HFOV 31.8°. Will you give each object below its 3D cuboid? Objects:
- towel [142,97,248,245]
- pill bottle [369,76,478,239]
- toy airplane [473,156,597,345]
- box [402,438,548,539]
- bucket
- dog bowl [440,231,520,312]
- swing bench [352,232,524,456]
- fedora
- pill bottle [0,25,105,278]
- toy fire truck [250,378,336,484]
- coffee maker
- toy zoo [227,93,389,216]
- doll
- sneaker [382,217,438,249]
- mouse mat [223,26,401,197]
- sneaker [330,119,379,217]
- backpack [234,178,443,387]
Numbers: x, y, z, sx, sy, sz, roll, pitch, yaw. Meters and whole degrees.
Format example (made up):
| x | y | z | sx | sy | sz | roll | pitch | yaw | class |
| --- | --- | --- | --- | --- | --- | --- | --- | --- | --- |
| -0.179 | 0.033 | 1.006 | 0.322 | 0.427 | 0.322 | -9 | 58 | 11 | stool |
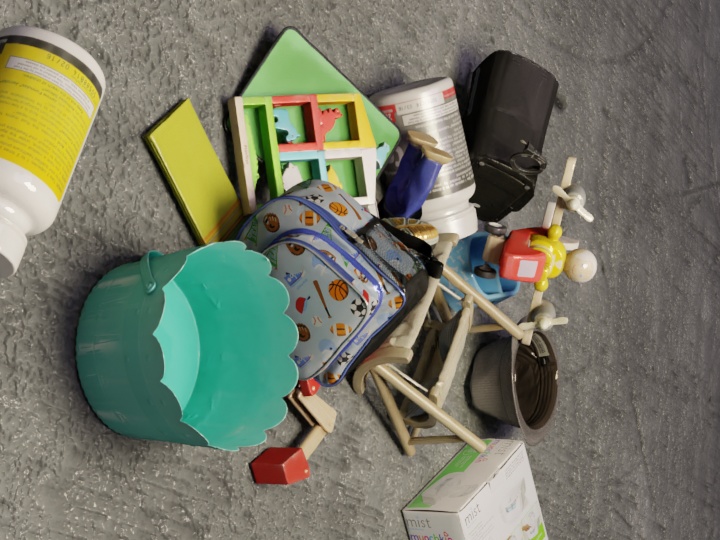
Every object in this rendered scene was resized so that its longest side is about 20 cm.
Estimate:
| x | y | z | sx | sy | sz | roll | pitch | yaw | class |
| --- | --- | --- | --- | --- | --- | --- | --- | --- | --- |
| -0.166 | -0.078 | 1.366 | 0.202 | 0.018 | 0.086 | 65 | 35 | -24 | towel |
| 0.086 | -0.140 | 1.641 | 0.113 | 0.113 | 0.203 | -29 | 109 | -52 | pill bottle |
| 0.254 | -0.021 | 1.687 | 0.200 | 0.140 | 0.201 | -57 | 150 | -23 | toy airplane |
| 0.162 | 0.352 | 1.700 | 0.199 | 0.096 | 0.179 | -35 | 113 | -50 | box |
| -0.170 | 0.074 | 1.238 | 0.206 | 0.133 | 0.211 | 8 | 80 | -54 | bucket |
| 0.168 | -0.003 | 1.768 | 0.199 | 0.049 | 0.113 | -5 | 82 | -61 | dog bowl |
| 0.089 | 0.096 | 1.610 | 0.201 | 0.128 | 0.200 | 51 | 48 | -30 | swing bench |
| 0.214 | 0.157 | 1.802 | 0.200 | 0.089 | 0.180 | -40 | 119 | -56 | fedora |
| -0.302 | -0.101 | 1.095 | 0.111 | 0.110 | 0.203 | 42 | 53 | -43 | pill bottle |
| -0.060 | 0.145 | 1.456 | 0.199 | 0.048 | 0.143 | -30 | 110 | -53 | toy fire truck |
| 0.209 | -0.193 | 1.753 | 0.134 | 0.190 | 0.202 | 38 | 55 | -34 | coffee maker |
| -0.053 | -0.135 | 1.449 | 0.197 | 0.020 | 0.134 | -7 | 88 | -33 | toy zoo |
| 0.049 | -0.064 | 1.563 | 0.048 | 0.137 | 0.202 | 8 | 117 | -32 | doll |
| 0.000 | 0.000 | 1.483 | 0.076 | 0.197 | 0.089 | -126 | -158 | -68 | sneaker |
| -0.052 | -0.164 | 1.470 | 0.200 | 0.007 | 0.162 | 41 | 65 | -21 | mouse mat |
| 0.000 | -0.117 | 1.558 | 0.114 | 0.072 | 0.204 | -35 | 113 | -54 | sneaker |
| -0.048 | 0.008 | 1.345 | 0.191 | 0.200 | 0.154 | 47 | 27 | 11 | backpack |
